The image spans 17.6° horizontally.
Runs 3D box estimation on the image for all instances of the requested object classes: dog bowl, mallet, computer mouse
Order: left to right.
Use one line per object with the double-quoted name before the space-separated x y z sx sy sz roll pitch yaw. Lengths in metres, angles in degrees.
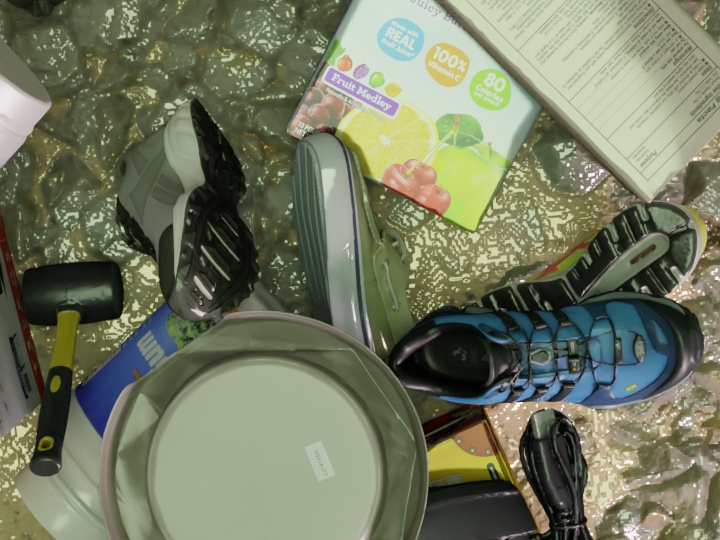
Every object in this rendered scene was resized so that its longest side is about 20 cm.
"mallet" -0.178 0.059 1.467 0.066 0.200 0.041 -9 125 -3
"dog bowl" -0.056 0.123 1.411 0.200 0.059 0.201 0 91 5
"computer mouse" 0.051 0.170 1.459 0.199 0.053 0.139 -11 96 2

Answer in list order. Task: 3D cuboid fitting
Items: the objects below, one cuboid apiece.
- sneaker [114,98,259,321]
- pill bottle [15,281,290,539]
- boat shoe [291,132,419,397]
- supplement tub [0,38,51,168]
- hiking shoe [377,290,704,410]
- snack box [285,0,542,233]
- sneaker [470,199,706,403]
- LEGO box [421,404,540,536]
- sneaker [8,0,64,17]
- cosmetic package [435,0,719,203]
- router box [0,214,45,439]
"sneaker" -0.115 -0.026 1.461 0.079 0.200 0.074 -29 121 12
"pill bottle" -0.124 0.095 1.503 0.200 0.112 0.112 -44 93 4
"boat shoe" 0.000 0.000 1.506 0.062 0.072 0.200 -16 119 -15
"supplement tub" -0.285 -0.063 1.301 0.132 0.132 0.200 44 96 -3
"hiking shoe" 0.112 0.058 1.437 0.200 0.087 0.075 -6 98 28
"snack box" 0.058 -0.145 1.506 0.142 0.053 0.200 28 95 -3
"sneaker" 0.149 0.021 1.512 0.200 0.090 0.078 -33 86 26
"LEGO box" 0.053 0.209 1.528 0.149 0.077 0.200 -23 95 4
"sneaker" -0.217 -0.266 1.492 0.071 0.098 0.201 -11 119 -10
"cosmetic package" 0.139 -0.149 1.444 0.104 0.073 0.200 -45 99 2
"router box" -0.257 0.004 1.462 0.049 0.180 0.200 -13 96 3
